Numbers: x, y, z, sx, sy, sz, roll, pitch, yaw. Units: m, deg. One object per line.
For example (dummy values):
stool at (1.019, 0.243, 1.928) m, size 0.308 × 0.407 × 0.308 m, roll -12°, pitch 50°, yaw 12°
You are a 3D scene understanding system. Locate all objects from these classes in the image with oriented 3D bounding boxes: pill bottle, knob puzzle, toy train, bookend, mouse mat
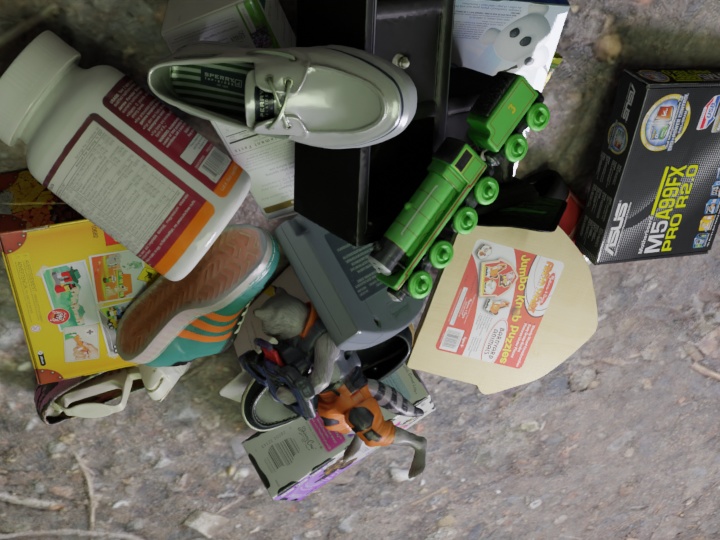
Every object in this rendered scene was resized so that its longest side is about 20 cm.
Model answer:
pill bottle at (-0.194, -0.091, 0.870) m, size 0.199 × 0.110 × 0.110 m, roll 38°, pitch 115°, yaw -11°
knob puzzle at (0.161, 0.036, 1.149) m, size 0.217 × 0.030 × 0.222 m, roll -6°, pitch 112°, yaw -15°
toy train at (0.074, -0.066, 0.840) m, size 0.056 × 0.042 × 0.201 m, roll 40°, pitch 83°, yaw -34°
bookend at (0.052, -0.144, 0.875) m, size 0.198 × 0.092 × 0.201 m, roll -14°, pitch 119°, yaw -34°
mouse mat at (0.082, -0.060, 0.977) m, size 0.197 × 0.161 × 0.008 m, roll 6°, pitch 104°, yaw 14°

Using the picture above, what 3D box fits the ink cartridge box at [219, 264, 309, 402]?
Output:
ink cartridge box at (-0.057, 0.064, 1.161) m, size 0.200 × 0.068 × 0.116 m, roll -44°, pitch 133°, yaw 20°

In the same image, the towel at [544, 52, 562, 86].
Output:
towel at (0.119, -0.136, 1.074) m, size 0.085 × 0.018 × 0.201 m, roll 7°, pitch 130°, yaw -27°

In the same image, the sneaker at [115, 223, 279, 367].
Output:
sneaker at (-0.131, 0.026, 0.975) m, size 0.199 × 0.072 × 0.079 m, roll -34°, pitch 146°, yaw 32°

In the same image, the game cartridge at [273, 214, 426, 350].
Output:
game cartridge at (0.000, 0.000, 1.005) m, size 0.041 × 0.134 × 0.200 m, roll -34°, pitch 177°, yaw 24°

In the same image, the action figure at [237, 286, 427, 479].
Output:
action figure at (-0.035, 0.095, 1.008) m, size 0.104 × 0.200 × 0.194 m, roll -41°, pitch 114°, yaw -13°

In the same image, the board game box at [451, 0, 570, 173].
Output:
board game box at (0.065, -0.167, 0.985) m, size 0.197 × 0.044 × 0.201 m, roll 1°, pitch 131°, yaw -14°

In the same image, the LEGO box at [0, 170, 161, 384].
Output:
LEGO box at (-0.245, 0.000, 1.011) m, size 0.147 × 0.078 × 0.201 m, roll -11°, pitch 136°, yaw -14°

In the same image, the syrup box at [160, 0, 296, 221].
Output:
syrup box at (-0.082, -0.146, 0.903) m, size 0.081 × 0.079 × 0.201 m, roll -17°, pitch 130°, yaw 14°

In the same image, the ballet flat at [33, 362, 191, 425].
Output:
ballet flat at (-0.241, 0.111, 1.127) m, size 0.198 × 0.072 × 0.069 m, roll -22°, pitch 137°, yaw -2°

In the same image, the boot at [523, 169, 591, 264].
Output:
boot at (0.162, -0.015, 1.177) m, size 0.200 × 0.073 × 0.144 m, roll -46°, pitch 133°, yaw 12°

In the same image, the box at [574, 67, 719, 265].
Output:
box at (0.319, -0.107, 1.128) m, size 0.158 × 0.044 × 0.202 m, roll -5°, pitch 122°, yaw -26°

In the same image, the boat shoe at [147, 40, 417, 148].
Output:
boat shoe at (-0.060, -0.120, 0.774) m, size 0.198 × 0.067 × 0.074 m, roll 9°, pitch 114°, yaw 26°

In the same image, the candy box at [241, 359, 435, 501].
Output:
candy box at (-0.017, 0.172, 1.213) m, size 0.199 × 0.072 × 0.168 m, roll -33°, pitch 166°, yaw -1°

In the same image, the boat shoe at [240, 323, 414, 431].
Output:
boat shoe at (-0.033, 0.103, 1.100) m, size 0.198 × 0.062 × 0.075 m, roll -28°, pitch 110°, yaw 2°
